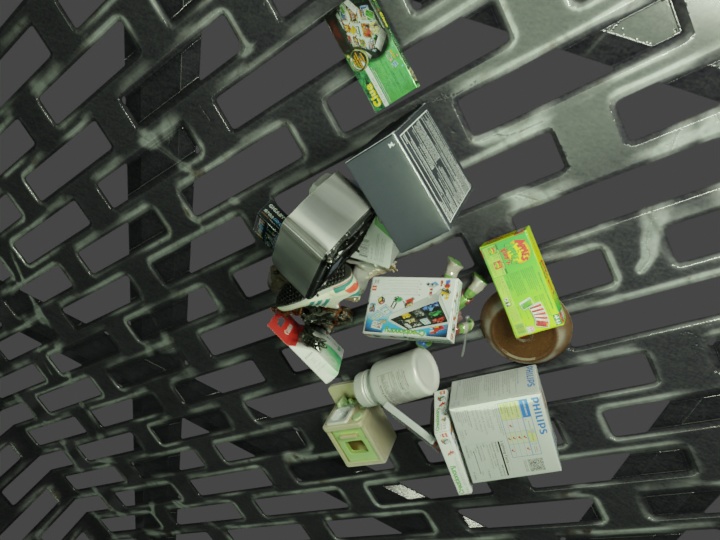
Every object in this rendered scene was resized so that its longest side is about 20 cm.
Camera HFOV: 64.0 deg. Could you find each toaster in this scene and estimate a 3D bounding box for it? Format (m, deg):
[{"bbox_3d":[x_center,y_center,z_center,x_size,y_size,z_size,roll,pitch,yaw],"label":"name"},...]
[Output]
[{"bbox_3d":[-0.065,-0.067,1.097,0.118,0.181,0.201,39,150,5],"label":"toaster"}]

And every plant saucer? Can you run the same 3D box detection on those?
[{"bbox_3d":[0.354,0.129,1.245,0.197,0.037,0.204,11,122,18],"label":"plant saucer"}]

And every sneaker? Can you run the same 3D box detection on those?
[{"bbox_3d":[-0.092,0.062,1.293,0.197,0.071,0.094,-22,130,13],"label":"sneaker"}]

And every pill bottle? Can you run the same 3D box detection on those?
[{"bbox_3d":[0.083,0.268,1.403,0.198,0.115,0.115,-25,106,34],"label":"pill bottle"}]

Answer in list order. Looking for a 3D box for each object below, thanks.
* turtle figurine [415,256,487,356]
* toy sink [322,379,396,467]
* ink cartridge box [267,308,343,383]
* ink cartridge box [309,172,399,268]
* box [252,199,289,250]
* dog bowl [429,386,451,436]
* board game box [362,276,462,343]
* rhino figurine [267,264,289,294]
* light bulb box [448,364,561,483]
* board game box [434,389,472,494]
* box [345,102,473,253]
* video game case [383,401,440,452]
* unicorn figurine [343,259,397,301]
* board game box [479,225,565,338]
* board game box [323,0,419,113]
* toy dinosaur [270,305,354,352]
[{"bbox_3d":[0.186,0.074,1.268,0.144,0.199,0.196,42,107,32],"label":"turtle figurine"},{"bbox_3d":[-0.013,0.409,1.531,0.129,0.112,0.202,-16,110,31],"label":"toy sink"},{"bbox_3d":[-0.128,0.167,1.413,0.050,0.161,0.200,-41,97,11],"label":"ink cartridge box"},{"bbox_3d":[-0.009,-0.110,1.243,0.197,0.088,0.148,15,123,15],"label":"ink cartridge box"},{"bbox_3d":[-0.168,-0.067,1.298,0.159,0.046,0.200,45,166,-4],"label":"box"},{"bbox_3d":[0.261,0.383,1.422,0.197,0.059,0.203,11,121,19],"label":"dog bowl"},{"bbox_3d":[0.105,0.078,1.188,0.197,0.128,0.035,1,160,31],"label":"board game box"},{"bbox_3d":[-0.181,0.021,1.371,0.087,0.060,0.200,38,161,-2],"label":"rhino figurine"},{"bbox_3d":[0.318,0.339,1.272,0.197,0.125,0.201,-15,106,18],"label":"light bulb box"},{"bbox_3d":[0.212,0.392,1.315,0.034,0.127,0.202,-15,117,16],"label":"board game box"},{"bbox_3d":[0.098,-0.177,1.085,0.122,0.199,0.202,-24,106,33],"label":"box"},{"bbox_3d":[0.128,0.378,1.380,0.142,0.018,0.200,34,168,23],"label":"video game case"},{"bbox_3d":[0.000,0.000,1.321,0.136,0.074,0.201,26,141,-2],"label":"unicorn figurine"},{"bbox_3d":[0.327,0.024,1.161,0.100,0.048,0.203,-21,96,28],"label":"board game box"},{"bbox_3d":[0.022,-0.414,1.091,0.104,0.024,0.202,-22,106,31],"label":"board game box"},{"bbox_3d":[-0.110,0.113,1.373,0.196,0.136,0.104,-10,120,-7],"label":"toy dinosaur"}]
